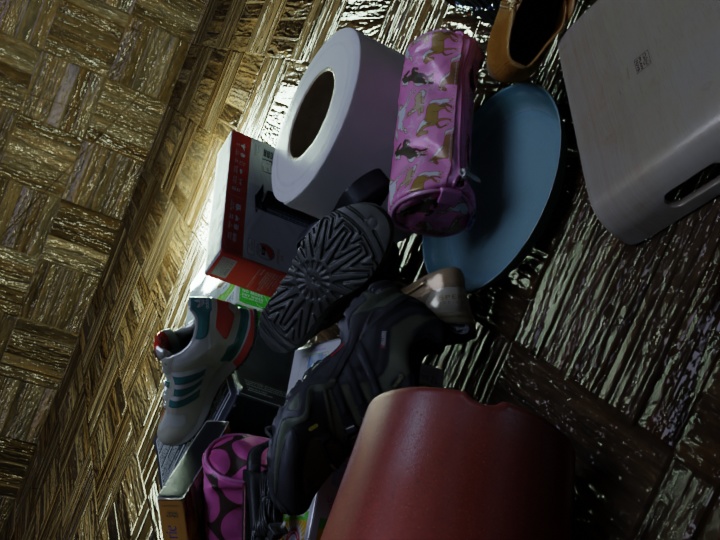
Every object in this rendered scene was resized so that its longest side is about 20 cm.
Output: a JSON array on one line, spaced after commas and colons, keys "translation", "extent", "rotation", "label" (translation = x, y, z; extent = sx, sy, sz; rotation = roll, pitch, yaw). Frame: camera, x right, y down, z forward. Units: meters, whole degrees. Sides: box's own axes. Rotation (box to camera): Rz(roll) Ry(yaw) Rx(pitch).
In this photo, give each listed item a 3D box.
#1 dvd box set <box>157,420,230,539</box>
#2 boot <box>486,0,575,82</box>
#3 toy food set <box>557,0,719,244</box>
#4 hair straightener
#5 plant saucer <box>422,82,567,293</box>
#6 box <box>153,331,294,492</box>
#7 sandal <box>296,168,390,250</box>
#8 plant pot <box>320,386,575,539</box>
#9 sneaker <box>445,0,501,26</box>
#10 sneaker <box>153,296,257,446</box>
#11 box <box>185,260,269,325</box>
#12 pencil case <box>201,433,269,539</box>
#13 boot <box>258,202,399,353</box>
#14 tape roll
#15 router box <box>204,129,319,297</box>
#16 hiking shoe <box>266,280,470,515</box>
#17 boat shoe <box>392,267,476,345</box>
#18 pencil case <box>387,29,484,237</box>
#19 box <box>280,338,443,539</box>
[{"translation": [-0.157, 0.278, 0.865], "extent": [0.146, 0.029, 0.203], "rotation": [-63, -28, -70], "label": "dvd box set"}, {"translation": [0.164, -0.256, 0.720], "extent": [0.144, 0.070, 0.203], "rotation": [-110, 41, -85], "label": "boot"}, {"translation": [0.220, -0.138, 0.598], "extent": [0.143, 0.060, 0.202], "rotation": [-39, 47, 48], "label": "toy food set"}, {"translation": [-0.071, 0.215, 0.693], "extent": [0.077, 0.041, 0.202], "rotation": [-45, 34, 43], "label": "hair straightener"}, {"translation": [0.123, -0.071, 0.772], "extent": [0.200, 0.027, 0.202], "rotation": [-46, 33, 43], "label": "plant saucer"}, {"translation": [-0.153, 0.195, 1.030], "extent": [0.202, 0.122, 0.199], "rotation": [-62, 27, 13], "label": "box"}, {"translation": [-0.027, -0.042, 0.875], "extent": [0.076, 0.043, 0.201], "rotation": [-31, -16, -42], "label": "sandal"}, {"translation": [0.052, 0.194, 0.542], "extent": [0.200, 0.199, 0.197], "rotation": [-31, 37, 54], "label": "plant pot"}, {"translation": [0.132, -0.305, 0.878], "extent": [0.079, 0.075, 0.200], "rotation": [-59, 28, 14], "label": "sneaker"}, {"translation": [-0.194, 0.106, 0.931], "extent": [0.201, 0.093, 0.071], "rotation": [-54, 28, 24], "label": "sneaker"}, {"translation": [-0.179, 0.047, 1.230], "extent": [0.200, 0.096, 0.178], "rotation": [-49, 31, 39], "label": "box"}, {"translation": [-0.100, 0.262, 0.822], "extent": [0.091, 0.093, 0.203], "rotation": [-39, -52, -62], "label": "pencil case"}, {"translation": [-0.001, -0.002, 0.826], "extent": [0.182, 0.199, 0.073], "rotation": [-44, 76, 25], "label": "boot"}, {"translation": [0.004, -0.147, 0.943], "extent": [0.203, 0.138, 0.205], "rotation": [-45, 33, 42], "label": "tape roll"}, {"translation": [-0.090, -0.056, 1.023], "extent": [0.049, 0.178, 0.202], "rotation": [-47, 33, 39], "label": "router box"}, {"translation": [0.005, 0.106, 0.657], "extent": [0.100, 0.076, 0.201], "rotation": [24, 76, 26], "label": "hiking shoe"}, {"translation": [0.040, 0.043, 0.790], "extent": [0.199, 0.071, 0.065], "rotation": [-21, 69, 56], "label": "boat shoe"}, {"translation": [0.073, -0.131, 0.795], "extent": [0.085, 0.083, 0.202], "rotation": [-3, 59, 16], "label": "pencil case"}, {"translation": [-0.010, 0.176, 0.757], "extent": [0.101, 0.111, 0.202], "rotation": [-18, 56, 58], "label": "box"}]
